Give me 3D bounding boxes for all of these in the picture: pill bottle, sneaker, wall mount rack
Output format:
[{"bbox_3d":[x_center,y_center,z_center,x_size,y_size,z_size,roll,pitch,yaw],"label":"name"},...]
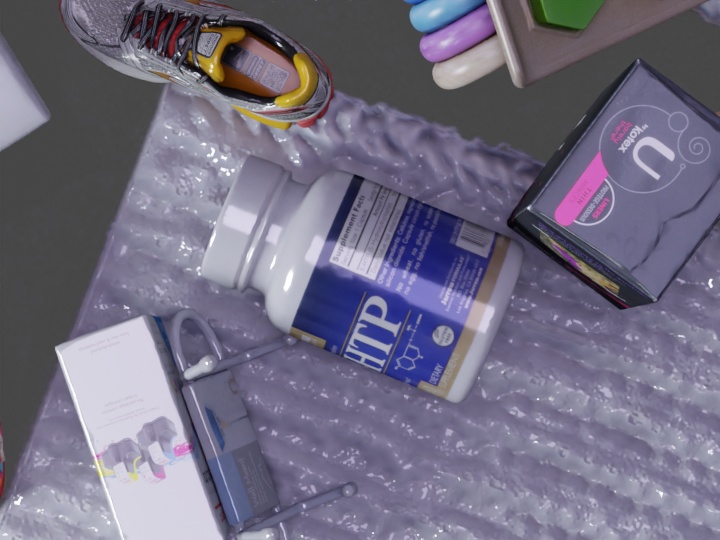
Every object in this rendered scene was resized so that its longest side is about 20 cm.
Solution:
[{"bbox_3d":[0.000,0.000,1.573,0.199,0.120,0.120,22,88,1],"label":"pill bottle"},{"bbox_3d":[-0.112,-0.161,1.597,0.199,0.082,0.078,19,88,1],"label":"sneaker"},{"bbox_3d":[-0.072,0.113,1.541,0.074,0.174,0.201,-21,88,22],"label":"wall mount rack"}]

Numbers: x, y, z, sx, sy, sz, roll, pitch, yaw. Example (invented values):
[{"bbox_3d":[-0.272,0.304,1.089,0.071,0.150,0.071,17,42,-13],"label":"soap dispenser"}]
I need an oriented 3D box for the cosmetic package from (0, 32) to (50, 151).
[{"bbox_3d":[-0.334,-0.122,1.533,0.200,0.165,0.165,-33,103,-4],"label":"cosmetic package"}]

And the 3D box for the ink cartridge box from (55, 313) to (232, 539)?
[{"bbox_3d":[-0.137,0.134,1.569,0.068,0.115,0.201,-19,89,0],"label":"ink cartridge box"}]

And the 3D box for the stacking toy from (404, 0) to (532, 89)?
[{"bbox_3d":[0.044,-0.228,1.581,0.085,0.085,0.200,-31,100,-2],"label":"stacking toy"}]

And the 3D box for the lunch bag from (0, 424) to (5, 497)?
[{"bbox_3d":[-0.340,0.085,1.586,0.176,0.082,0.201,-7,88,0],"label":"lunch bag"}]

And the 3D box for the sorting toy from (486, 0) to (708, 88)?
[{"bbox_3d":[0.154,-0.242,1.562,0.200,0.036,0.186,-28,107,-28],"label":"sorting toy"}]

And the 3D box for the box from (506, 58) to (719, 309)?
[{"bbox_3d":[0.177,-0.053,1.536,0.106,0.200,0.122,36,87,1],"label":"box"}]

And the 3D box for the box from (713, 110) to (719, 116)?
[{"bbox_3d":[0.358,-0.078,1.582,0.199,0.021,0.164,-19,51,-1],"label":"box"}]
